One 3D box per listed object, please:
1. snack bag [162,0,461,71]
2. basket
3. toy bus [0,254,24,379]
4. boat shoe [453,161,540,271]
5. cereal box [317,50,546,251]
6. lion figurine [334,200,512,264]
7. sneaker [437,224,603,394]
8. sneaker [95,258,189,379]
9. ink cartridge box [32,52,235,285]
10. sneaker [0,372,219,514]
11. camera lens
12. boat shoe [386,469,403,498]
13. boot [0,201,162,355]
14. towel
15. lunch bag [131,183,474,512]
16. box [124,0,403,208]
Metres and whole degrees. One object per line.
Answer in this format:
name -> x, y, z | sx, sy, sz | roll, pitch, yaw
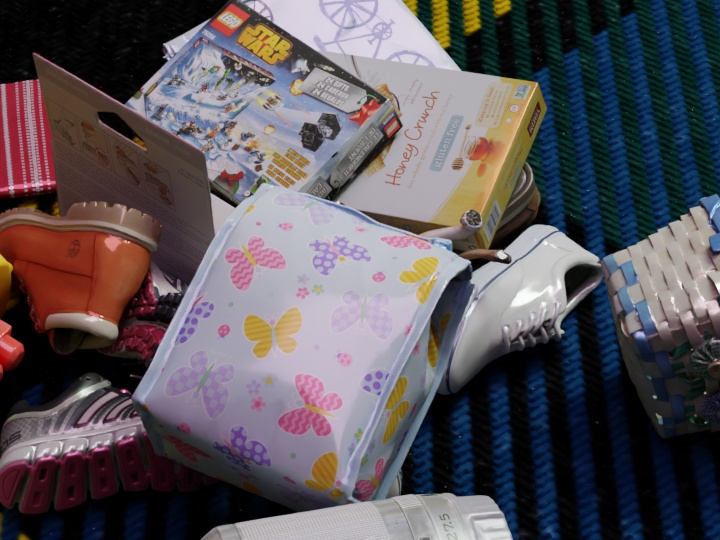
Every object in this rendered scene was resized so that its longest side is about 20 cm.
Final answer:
snack bag -> -0.036, -0.166, 1.808 | 0.199, 0.021, 0.189 | -33, 68, -16
basket -> 0.286, 0.031, 1.585 | 0.199, 0.177, 0.140 | -24, 43, 1
toy bus -> -0.328, 0.018, 1.632 | 0.191, 0.136, 0.200 | 27, 43, 9
boat shoe -> 0.057, -0.010, 1.708 | 0.199, 0.068, 0.072 | -30, 56, -6
cereal box -> 0.030, -0.095, 1.707 | 0.198, 0.040, 0.145 | 10, 62, 26
lion figurine -> 0.000, 0.000, 1.611 | 0.198, 0.123, 0.073 | 10, 61, -21
sneaker -> 0.120, 0.030, 1.654 | 0.070, 0.074, 0.200 | 20, 44, 26
sneaker -> -0.140, 0.048, 1.625 | 0.074, 0.081, 0.200 | 26, 4, -34
ink cartridge box -> -0.164, -0.067, 1.678 | 0.199, 0.177, 0.045 | 31, 50, 33
sneaker -> -0.167, 0.111, 1.556 | 0.198, 0.074, 0.088 | -11, 43, -11
camera lens -> -0.005, 0.227, 1.356 | 0.198, 0.161, 0.161 | -8, 41, -11
boat shoe -> -0.004, 0.093, 1.580 | 0.092, 0.075, 0.200 | -15, 45, -30
boot -> -0.233, 0.010, 1.650 | 0.199, 0.075, 0.108 | -4, 69, 53
towel -> -0.327, -0.104, 1.844 | 0.198, 0.023, 0.145 | -8, 43, -7
lunch bag -> -0.031, 0.053, 1.467 | 0.168, 0.127, 0.201 | 19, 70, 15
box -> -0.081, -0.120, 1.718 | 0.137, 0.040, 0.200 | -46, 52, -10
